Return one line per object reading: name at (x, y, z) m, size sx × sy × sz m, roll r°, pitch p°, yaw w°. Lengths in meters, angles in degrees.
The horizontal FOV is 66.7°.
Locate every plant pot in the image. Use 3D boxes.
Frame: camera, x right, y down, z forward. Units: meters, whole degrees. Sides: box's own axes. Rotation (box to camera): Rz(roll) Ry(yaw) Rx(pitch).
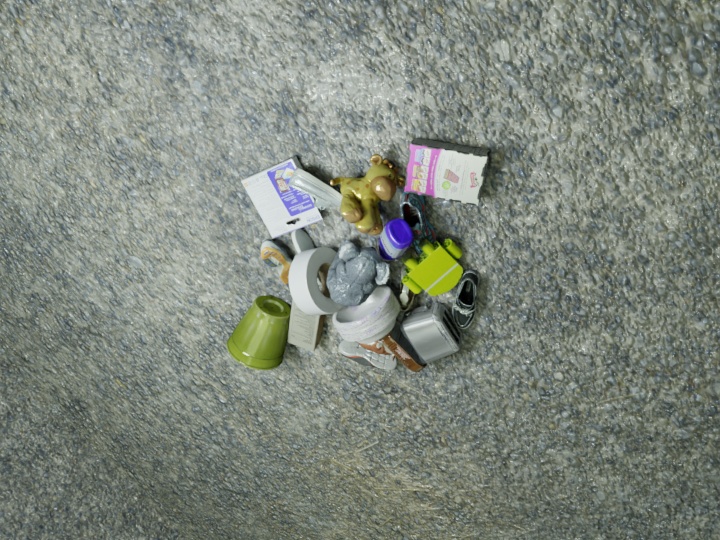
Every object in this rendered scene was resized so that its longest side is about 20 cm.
plant pot at (-0.323, 0.196, 1.832) m, size 0.200 × 0.200 × 0.193 m, roll 27°, pitch 114°, yaw 4°

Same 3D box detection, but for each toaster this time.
toaster at (0.221, 0.192, 1.653) m, size 0.129 × 0.114 × 0.200 m, roll -24°, pitch 108°, yaw 29°

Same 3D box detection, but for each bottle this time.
bottle at (0.091, -0.076, 1.516) m, size 0.084 × 0.065 × 0.200 m, roll 62°, pitch 166°, yaw 9°

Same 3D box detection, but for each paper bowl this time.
paper bowl at (0.025, 0.140, 1.637) m, size 0.200 × 0.201 × 0.104 m, roll -18°, pitch 115°, yaw 29°

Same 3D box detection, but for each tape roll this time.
tape roll at (-0.121, 0.034, 1.632) m, size 0.071 × 0.202 × 0.203 m, roll -9°, pitch 116°, yaw 35°

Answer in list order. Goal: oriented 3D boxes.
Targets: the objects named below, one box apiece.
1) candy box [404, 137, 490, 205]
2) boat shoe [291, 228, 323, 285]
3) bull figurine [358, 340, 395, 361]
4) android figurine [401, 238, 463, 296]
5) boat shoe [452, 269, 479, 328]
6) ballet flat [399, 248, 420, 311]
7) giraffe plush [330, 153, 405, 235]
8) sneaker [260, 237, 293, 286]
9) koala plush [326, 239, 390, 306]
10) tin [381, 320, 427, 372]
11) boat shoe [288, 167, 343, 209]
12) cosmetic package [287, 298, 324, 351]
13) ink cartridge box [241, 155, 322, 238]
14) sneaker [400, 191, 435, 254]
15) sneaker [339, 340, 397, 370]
candy box at (0.222, -0.257, 1.415) m, size 0.200 × 0.061 × 0.137 m, roll 14°, pitch 123°, yaw 14°
boat shoe at (-0.172, -0.035, 1.695) m, size 0.064 × 0.071 × 0.200 m, roll -11°, pitch 114°, yaw 33°
bull figurine at (0.041, 0.222, 1.751) m, size 0.200 × 0.065 × 0.121 m, roll 20°, pitch 159°, yaw 17°
android figurine at (0.208, -0.004, 1.539) m, size 0.182 × 0.041 × 0.200 m, roll -43°, pitch 126°, yaw 13°
boat shoe at (0.307, 0.097, 1.589) m, size 0.074 × 0.068 × 0.200 m, roll 17°, pitch 124°, yaw 11°
ballet flat at (0.144, 0.037, 1.611) m, size 0.068 × 0.075 × 0.200 m, roll 18°, pitch 125°, yaw 23°
giraffe plush at (0.036, -0.217, 1.478) m, size 0.162 × 0.173 × 0.200 m, roll -32°, pitch 70°, yaw 23°
sneaker at (-0.241, -0.028, 1.733) m, size 0.075 × 0.088 × 0.200 m, roll -29°, pitch 130°, yaw 9°
koala plush at (0.000, 0.000, 1.542) m, size 0.177 × 0.184 × 0.200 m, roll 36°, pitch 154°, yaw -4°
tin at (0.136, 0.231, 1.711) m, size 0.042 × 0.112 × 0.200 m, roll -40°, pitch 101°, yaw 25°
boat shoe at (-0.112, -0.211, 1.545) m, size 0.201 × 0.070 × 0.072 m, roll 31°, pitch 94°, yaw -11°
cosmetic package at (-0.176, 0.161, 1.812) m, size 0.105 × 0.071 × 0.200 m, roll 19°, pitch 124°, yaw 9°
ink cartridge box at (-0.228, -0.215, 1.625) m, size 0.198 × 0.043 × 0.200 m, roll -16°, pitch 110°, yaw 28°
sneaker at (0.147, -0.120, 1.504) m, size 0.079 × 0.096 × 0.200 m, roll -11°, pitch 115°, yaw 26°
sneaker at (0.027, 0.284, 1.824) m, size 0.200 × 0.077 × 0.082 m, roll 20°, pitch 151°, yaw 10°
